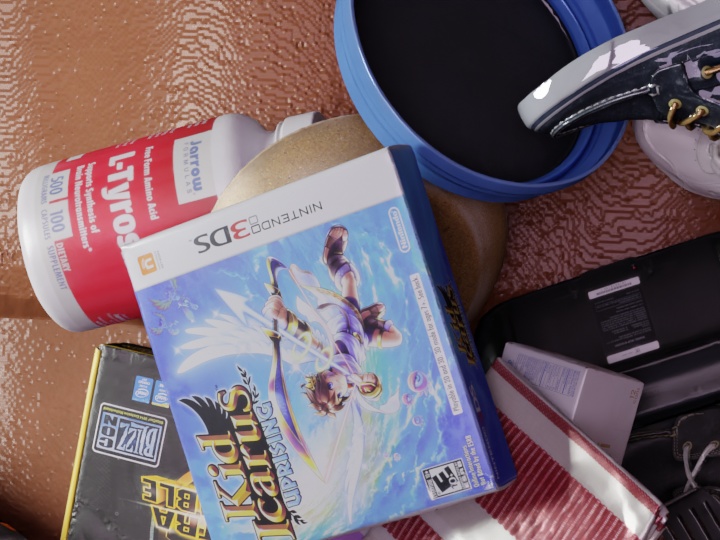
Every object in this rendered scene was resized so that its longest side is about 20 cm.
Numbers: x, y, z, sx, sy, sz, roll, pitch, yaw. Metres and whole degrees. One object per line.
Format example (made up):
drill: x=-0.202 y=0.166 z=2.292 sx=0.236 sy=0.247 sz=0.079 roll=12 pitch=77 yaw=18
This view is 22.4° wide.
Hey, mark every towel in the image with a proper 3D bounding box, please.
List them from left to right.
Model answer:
towel: x=0.070 y=0.171 z=1.043 sx=0.144 sy=0.023 sz=0.201 roll=41 pitch=102 yaw=31

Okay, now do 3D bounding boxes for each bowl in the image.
bowl: x=0.074 y=-0.134 z=1.108 sx=0.199 sy=0.039 sz=0.203 roll=12 pitch=63 yaw=-24

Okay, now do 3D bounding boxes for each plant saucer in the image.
plant saucer: x=0.000 y=0.000 z=1.124 sx=0.198 sy=0.036 sz=0.202 roll=-7 pitch=125 yaw=-10

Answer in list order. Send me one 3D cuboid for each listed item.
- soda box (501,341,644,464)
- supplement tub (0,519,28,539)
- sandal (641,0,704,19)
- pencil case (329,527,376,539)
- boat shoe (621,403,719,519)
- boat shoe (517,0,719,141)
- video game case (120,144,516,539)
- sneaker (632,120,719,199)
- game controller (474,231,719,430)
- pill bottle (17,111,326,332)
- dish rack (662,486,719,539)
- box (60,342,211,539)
soda box: x=0.101 y=0.150 z=1.084 sx=0.063 sy=0.068 sz=0.202 roll=17 pitch=91 yaw=41
supplement tub: x=-0.296 y=0.199 z=1.199 sx=0.199 sy=0.122 sz=0.123 roll=31 pitch=97 yaw=18
sandal: x=0.261 y=-0.145 z=1.111 sx=0.206 sy=0.079 sz=0.060 roll=30 pitch=93 yaw=5
pencil case: x=-0.014 y=0.135 z=1.118 sx=0.085 sy=0.084 sz=0.201 roll=39 pitch=97 yaw=18
boat shoe: x=0.218 y=0.116 z=1.124 sx=0.198 sy=0.068 sz=0.073 roll=-9 pitch=88 yaw=15
boat shoe: x=0.195 y=-0.102 z=1.044 sx=0.199 sy=0.071 sz=0.092 roll=-24 pitch=85 yaw=8
video game case: x=-0.026 y=0.052 z=1.046 sx=0.180 sy=0.045 sz=0.202 roll=-19 pitch=87 yaw=22
sneaker: x=0.258 y=-0.068 z=1.095 sx=0.198 sy=0.099 sz=0.079 roll=20 pitch=95 yaw=12
game controller: x=0.170 y=0.045 z=1.146 sx=0.198 sy=0.042 sz=0.105 roll=-18 pitch=63 yaw=12
pill bottle: x=-0.110 y=-0.036 z=1.172 sx=0.198 sy=0.112 sz=0.113 roll=-15 pitch=87 yaw=12
dish rack: x=0.173 y=0.230 z=1.110 sx=0.200 sy=0.054 sz=0.154 roll=-37 pitch=81 yaw=35
box: x=-0.091 y=0.145 z=1.202 sx=0.198 sy=0.049 sz=0.161 roll=12 pitch=91 yaw=12
